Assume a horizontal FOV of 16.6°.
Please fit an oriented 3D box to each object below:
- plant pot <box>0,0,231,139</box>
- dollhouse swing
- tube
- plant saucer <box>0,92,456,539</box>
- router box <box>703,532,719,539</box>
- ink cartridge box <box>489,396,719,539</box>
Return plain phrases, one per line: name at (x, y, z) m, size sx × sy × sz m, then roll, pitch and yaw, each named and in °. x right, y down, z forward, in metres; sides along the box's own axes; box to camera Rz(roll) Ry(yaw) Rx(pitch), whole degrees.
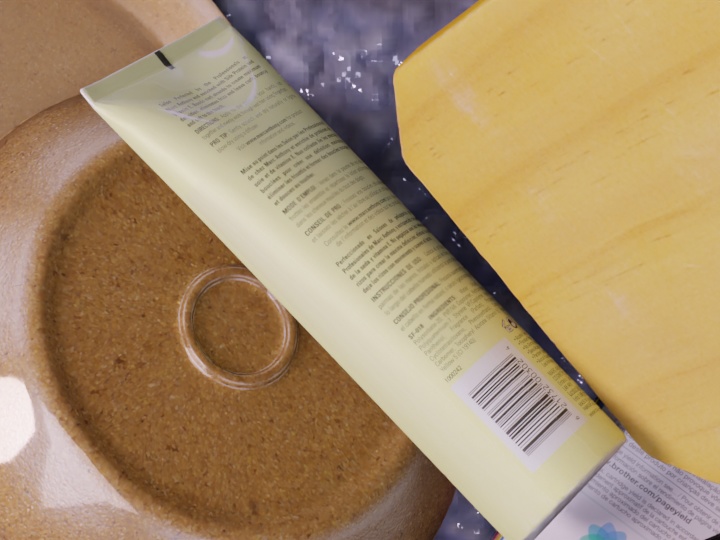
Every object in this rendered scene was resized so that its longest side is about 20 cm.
plant pot at (-0.119, -0.027, 0.840) m, size 0.199 × 0.027 × 0.202 m, roll 3°, pitch 83°, yaw -27°
dollhouse swing at (0.142, -0.061, 0.738) m, size 0.182 × 0.176 × 0.200 m, roll -43°, pitch 95°, yaw -23°
tube at (0.000, 0.000, 0.793) m, size 0.052 × 0.058 × 0.200 m, roll -44°, pitch 83°, yaw 0°
plant saucer at (-0.046, 0.023, 0.811) m, size 0.200 × 0.200 × 0.035 m, roll 49°, pitch 148°, yaw -1°
router box at (0.125, 0.161, 0.758) m, size 0.199 × 0.052 × 0.158 m, roll -23°, pitch 83°, yaw 9°
ink cartridge box at (0.152, 0.058, 0.823) m, size 0.136 × 0.076 × 0.201 m, roll 36°, pitch 109°, yaw 2°
